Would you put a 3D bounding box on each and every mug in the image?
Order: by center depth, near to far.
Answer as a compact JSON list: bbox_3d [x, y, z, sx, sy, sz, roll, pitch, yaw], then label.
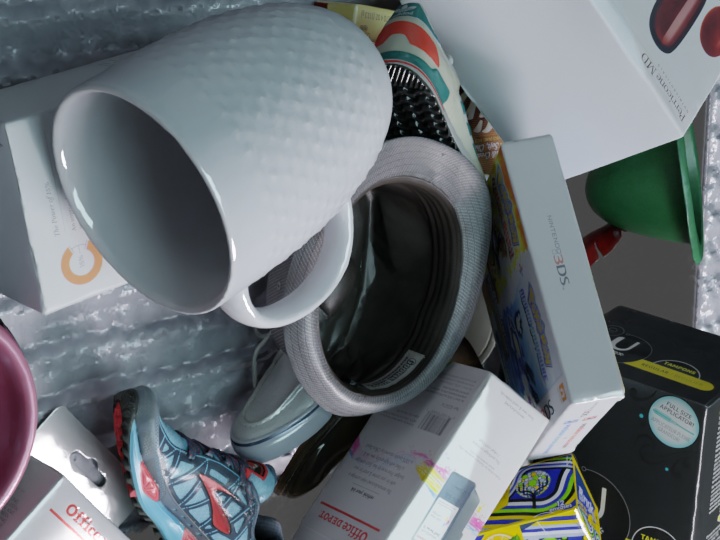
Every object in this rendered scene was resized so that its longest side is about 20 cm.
[{"bbox_3d":[-0.063,-0.059,0.889,0.175,0.147,0.200,-38,124,-36],"label":"mug"}]

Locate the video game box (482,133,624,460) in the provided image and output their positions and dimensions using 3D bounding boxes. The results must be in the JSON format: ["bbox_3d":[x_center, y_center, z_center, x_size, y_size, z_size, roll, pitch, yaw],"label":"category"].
[{"bbox_3d":[0.134,0.026,1.105,0.047,0.182,0.200,-10,71,-10],"label":"video game box"}]

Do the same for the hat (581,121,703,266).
[{"bbox_3d":[0.212,-0.073,1.329,0.200,0.176,0.166,-63,142,-62],"label":"hat"}]

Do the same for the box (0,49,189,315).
[{"bbox_3d":[-0.155,-0.069,0.969,0.200,0.097,0.125,-22,115,-35],"label":"box"}]

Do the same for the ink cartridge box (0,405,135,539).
[{"bbox_3d":[-0.223,0.206,1.001,0.200,0.068,0.116,-51,129,-19],"label":"ink cartridge box"}]

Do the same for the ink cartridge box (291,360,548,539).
[{"bbox_3d":[0.034,0.165,1.065,0.067,0.117,0.200,40,77,-24],"label":"ink cartridge box"}]

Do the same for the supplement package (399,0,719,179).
[{"bbox_3d":[0.175,-0.209,1.117,0.191,0.147,0.200,51,51,-18],"label":"supplement package"}]

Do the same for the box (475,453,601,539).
[{"bbox_3d":[0.089,0.216,1.187,0.064,0.200,0.070,-85,152,-54],"label":"box"}]

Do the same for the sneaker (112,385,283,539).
[{"bbox_3d":[-0.112,0.148,1.058,0.095,0.079,0.200,-23,128,-2],"label":"sneaker"}]

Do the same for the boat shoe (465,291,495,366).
[{"bbox_3d":[0.067,0.088,1.233,0.062,0.073,0.200,77,30,-79],"label":"boat shoe"}]

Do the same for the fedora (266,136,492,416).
[{"bbox_3d":[0.000,0.000,1.044,0.177,0.090,0.200,11,93,-42],"label":"fedora"}]

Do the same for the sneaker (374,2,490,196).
[{"bbox_3d":[0.056,-0.109,1.079,0.200,0.070,0.094,62,35,-48],"label":"sneaker"}]

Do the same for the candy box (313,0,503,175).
[{"bbox_3d":[0.049,-0.138,1.149,0.200,0.055,0.116,2,100,-41],"label":"candy box"}]

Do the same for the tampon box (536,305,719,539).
[{"bbox_3d":[0.241,0.156,1.231,0.126,0.150,0.200,-26,124,-46],"label":"tampon box"}]

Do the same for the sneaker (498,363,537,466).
[{"bbox_3d":[0.133,0.116,1.269,0.199,0.079,0.130,-21,112,-35],"label":"sneaker"}]

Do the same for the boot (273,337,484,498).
[{"bbox_3d":[0.027,0.126,1.150,0.097,0.075,0.200,44,72,4],"label":"boot"}]

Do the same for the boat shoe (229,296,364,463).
[{"bbox_3d":[-0.037,0.051,1.113,0.202,0.075,0.086,-45,126,-25],"label":"boat shoe"}]

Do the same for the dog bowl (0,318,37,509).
[{"bbox_3d":[-0.290,0.093,0.913,0.200,0.074,0.201,-11,107,-37],"label":"dog bowl"}]
